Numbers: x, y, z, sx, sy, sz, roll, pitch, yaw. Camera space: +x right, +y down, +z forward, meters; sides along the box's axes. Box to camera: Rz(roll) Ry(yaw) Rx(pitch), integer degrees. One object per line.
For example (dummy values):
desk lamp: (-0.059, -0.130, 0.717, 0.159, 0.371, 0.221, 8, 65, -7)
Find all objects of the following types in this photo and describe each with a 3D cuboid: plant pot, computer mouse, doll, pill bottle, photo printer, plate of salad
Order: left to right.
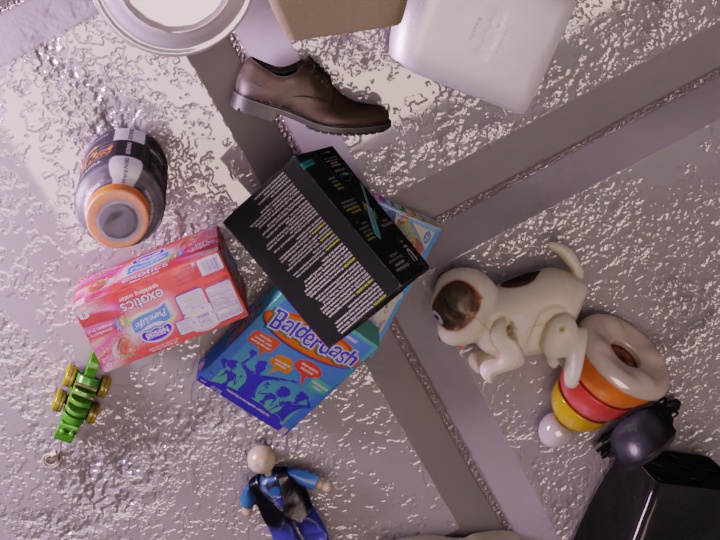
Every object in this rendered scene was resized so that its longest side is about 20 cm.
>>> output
pill bottle: (-0.282, -0.093, 1.576, 0.106, 0.200, 0.107, -3, 112, -6)
plate of salad: (-0.221, -0.353, 1.564, 0.199, 0.048, 0.201, -5, 107, -15)
doll: (-0.099, 0.326, 1.848, 0.136, 0.048, 0.200, -23, 107, 13)
plant pot: (-0.035, -0.374, 1.509, 0.199, 0.200, 0.178, -8, 123, -4)
photo printer: (0.142, -0.299, 1.617, 0.199, 0.069, 0.167, 20, 108, -14)
computer mouse: (0.372, 0.216, 1.796, 0.138, 0.200, 0.053, -36, 88, 9)
plant pot: (0.432, 0.356, 1.857, 0.199, 0.200, 0.178, 8, 102, -10)

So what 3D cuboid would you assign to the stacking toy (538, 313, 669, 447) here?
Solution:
stacking toy: (0.310, 0.170, 1.813, 0.146, 0.146, 0.200, 25, 125, -16)

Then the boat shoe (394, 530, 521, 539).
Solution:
boat shoe: (0.131, 0.412, 1.897, 0.201, 0.074, 0.063, 0, 104, -12)

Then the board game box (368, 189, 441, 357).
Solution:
board game box: (0.000, 0.000, 1.738, 0.134, 0.034, 0.200, 24, 107, -15)

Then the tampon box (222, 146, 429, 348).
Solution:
tampon box: (-0.038, -0.031, 1.618, 0.126, 0.150, 0.200, -40, 86, 18)

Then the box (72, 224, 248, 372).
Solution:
box: (-0.252, 0.035, 1.688, 0.199, 0.095, 0.103, -22, 113, 3)

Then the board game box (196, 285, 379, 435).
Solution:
board game box: (-0.095, 0.109, 1.737, 0.152, 0.045, 0.200, 34, 118, -21)

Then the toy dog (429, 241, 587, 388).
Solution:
toy dog: (0.189, 0.056, 1.730, 0.199, 0.140, 0.195, 8, 110, -8)

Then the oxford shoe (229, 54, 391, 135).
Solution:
oxford shoe: (-0.053, -0.215, 1.626, 0.199, 0.073, 0.085, 13, 108, -12)

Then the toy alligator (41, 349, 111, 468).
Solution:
toy alligator: (-0.380, 0.192, 1.757, 0.059, 0.054, 0.200, 22, 108, -14)
